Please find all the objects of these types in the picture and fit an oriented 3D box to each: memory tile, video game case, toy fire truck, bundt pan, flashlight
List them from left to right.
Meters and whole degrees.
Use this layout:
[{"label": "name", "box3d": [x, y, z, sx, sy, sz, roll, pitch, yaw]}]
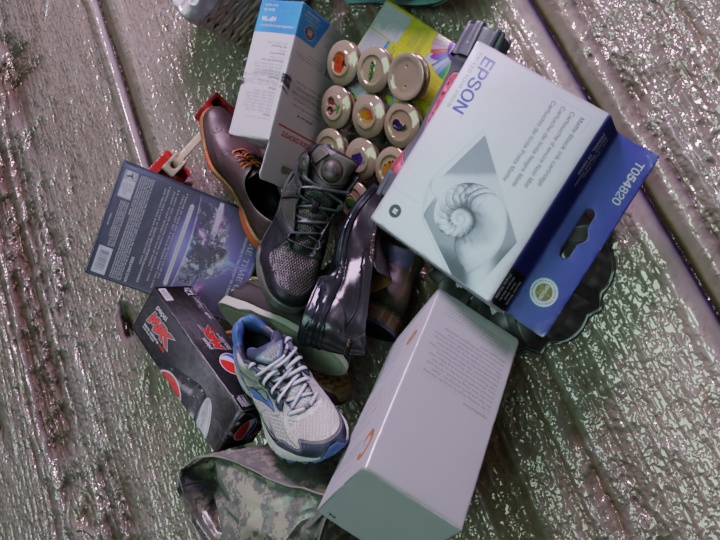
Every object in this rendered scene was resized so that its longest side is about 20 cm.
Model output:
[{"label": "toy fire truck", "box3d": [-0.248, -0.134, 0.927, 0.140, 0.049, 0.202, -31, 23, 46]}, {"label": "video game case", "box3d": [-0.226, -0.032, 0.888, 0.146, 0.196, 0.019, -68, 19, 4]}, {"label": "memory tile", "box3d": [0.005, -0.153, 0.812, 0.151, 0.017, 0.205, 24, 113, 36]}, {"label": "flashlight", "box3d": [0.089, -0.152, 0.724, 0.067, 0.068, 0.203, 32, 100, 22]}, {"label": "bundt pan", "box3d": [0.153, -0.017, 0.717, 0.197, 0.075, 0.208, -4, 82, 28]}]

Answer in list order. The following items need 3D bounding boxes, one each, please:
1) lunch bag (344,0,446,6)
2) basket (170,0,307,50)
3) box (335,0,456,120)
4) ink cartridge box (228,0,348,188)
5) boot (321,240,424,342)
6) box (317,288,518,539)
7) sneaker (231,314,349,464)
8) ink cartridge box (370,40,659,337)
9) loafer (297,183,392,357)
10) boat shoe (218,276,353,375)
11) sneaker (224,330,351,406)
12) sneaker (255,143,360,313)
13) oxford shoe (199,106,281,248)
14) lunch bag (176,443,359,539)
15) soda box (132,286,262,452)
[{"label": "lunch bag", "box3d": [0.052, -0.400, 0.800, 0.197, 0.121, 0.175, 17, 91, 36]}, {"label": "basket", "box3d": [-0.157, -0.421, 0.898, 0.200, 0.160, 0.200, -42, 66, 17]}, {"label": "box", "box3d": [0.074, -0.208, 0.804, 0.200, 0.048, 0.118, 43, 104, 29]}, {"label": "ink cartridge box", "box3d": [-0.089, -0.204, 0.855, 0.067, 0.115, 0.205, 15, 90, 29]}, {"label": "boot", "box3d": [-0.014, 0.009, 0.827, 0.197, 0.075, 0.098, 19, 70, 37]}, {"label": "box", "box3d": [0.056, 0.142, 0.654, 0.096, 0.202, 0.125, 31, 141, -2]}, {"label": "sneaker", "box3d": [-0.083, 0.113, 0.708, 0.199, 0.076, 0.087, 35, 146, 46]}, {"label": "ink cartridge box", "box3d": [0.138, -0.076, 0.652, 0.198, 0.041, 0.202, 33, 95, 16]}, {"label": "loafer", "box3d": [0.000, 0.000, 0.745, 0.071, 0.073, 0.204, 20, 65, 3]}, {"label": "boat shoe", "box3d": [-0.079, 0.056, 0.799, 0.198, 0.073, 0.061, 20, 54, 36]}, {"label": "sneaker", "box3d": [-0.094, 0.138, 0.846, 0.197, 0.074, 0.093, 18, 104, 34]}, {"label": "sneaker", "box3d": [-0.056, -0.058, 0.755, 0.115, 0.075, 0.203, 126, 161, -52]}, {"label": "oxford shoe", "box3d": [-0.138, -0.127, 0.873, 0.203, 0.070, 0.073, 60, 153, 9]}, {"label": "lunch bag", "box3d": [-0.080, 0.249, 0.762, 0.196, 0.163, 0.121, 11, 91, 30]}, {"label": "soda box", "box3d": [-0.185, 0.110, 0.827, 0.200, 0.063, 0.071, 47, 114, 26]}]
